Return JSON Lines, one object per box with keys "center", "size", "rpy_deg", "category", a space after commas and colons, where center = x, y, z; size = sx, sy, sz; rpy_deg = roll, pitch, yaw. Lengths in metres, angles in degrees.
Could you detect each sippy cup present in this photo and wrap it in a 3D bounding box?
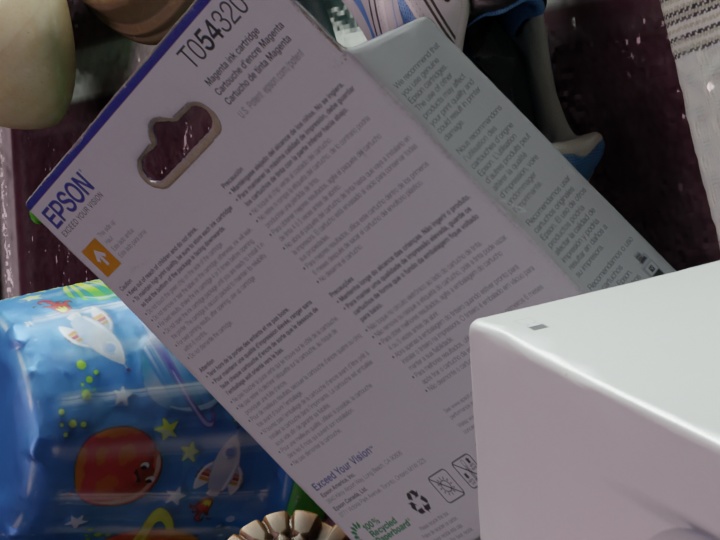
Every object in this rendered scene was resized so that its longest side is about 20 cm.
{"center": [-0.096, 0.058, 0.967], "size": [0.178, 0.130, 0.140], "rpy_deg": [49, 132, 46], "category": "sippy cup"}

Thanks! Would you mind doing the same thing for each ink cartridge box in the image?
{"center": [0.000, 0.000, 0.790], "size": [0.200, 0.043, 0.196], "rpy_deg": [47, 144, -3], "category": "ink cartridge box"}

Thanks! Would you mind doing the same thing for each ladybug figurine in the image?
{"center": [-0.193, -0.142, 1.138], "size": [0.200, 0.072, 0.136], "rpy_deg": [-123, 24, -51], "category": "ladybug figurine"}

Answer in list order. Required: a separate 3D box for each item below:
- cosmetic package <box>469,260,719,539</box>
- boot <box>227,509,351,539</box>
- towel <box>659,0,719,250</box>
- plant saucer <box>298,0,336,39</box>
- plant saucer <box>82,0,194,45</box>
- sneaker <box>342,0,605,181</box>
{"center": [0.132, 0.120, 0.582], "size": [0.199, 0.123, 0.201], "rpy_deg": [27, 123, 55], "category": "cosmetic package"}
{"center": [0.015, 0.191, 0.869], "size": [0.200, 0.075, 0.108], "rpy_deg": [51, 154, 37], "category": "boot"}
{"center": [0.149, -0.085, 0.638], "size": [0.192, 0.034, 0.201], "rpy_deg": [-23, 73, 57], "category": "towel"}
{"center": [-0.049, -0.145, 0.887], "size": [0.200, 0.036, 0.201], "rpy_deg": [-20, -90, -90], "category": "plant saucer"}
{"center": [-0.104, -0.202, 1.054], "size": [0.200, 0.029, 0.201], "rpy_deg": [12, 104, 58], "category": "plant saucer"}
{"center": [0.023, -0.106, 0.798], "size": [0.072, 0.072, 0.201], "rpy_deg": [-34, 78, 38], "category": "sneaker"}
